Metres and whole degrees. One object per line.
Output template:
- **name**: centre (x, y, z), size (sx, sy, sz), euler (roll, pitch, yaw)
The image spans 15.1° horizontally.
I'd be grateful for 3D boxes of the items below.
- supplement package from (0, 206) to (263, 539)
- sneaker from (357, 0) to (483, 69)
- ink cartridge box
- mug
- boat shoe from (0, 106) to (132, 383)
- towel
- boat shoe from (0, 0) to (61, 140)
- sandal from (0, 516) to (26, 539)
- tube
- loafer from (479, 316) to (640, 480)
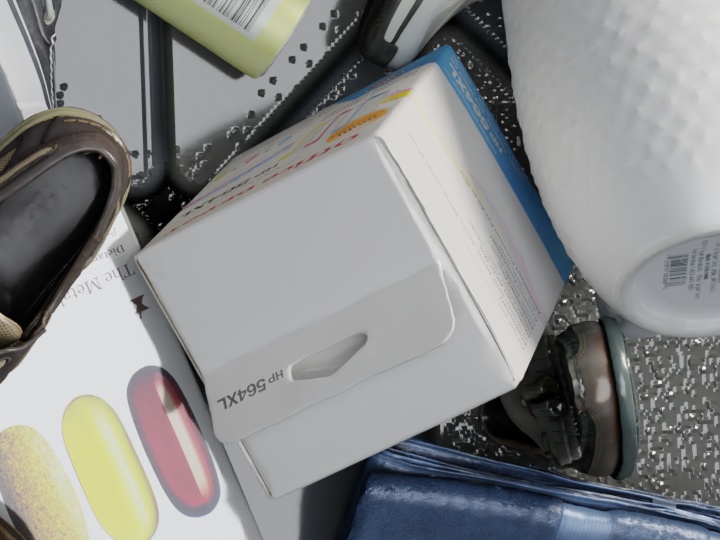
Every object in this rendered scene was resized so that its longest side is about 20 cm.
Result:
- **supplement package**: centre (-0.131, 0.065, 1.239), size (0.113, 0.110, 0.201), euler (-25, 98, -9)
- **sneaker**: centre (0.093, -0.156, 1.291), size (0.115, 0.076, 0.201), euler (38, 83, -10)
- **ink cartridge box**: centre (0.000, 0.000, 1.200), size (0.128, 0.200, 0.125), euler (-27, 99, 18)
- **mug**: centre (0.140, -0.052, 1.230), size (0.147, 0.200, 0.176), euler (2, 56, -12)
- **boat shoe**: centre (-0.169, 0.014, 1.134), size (0.074, 0.073, 0.200), euler (35, 86, -11)
- **towel**: centre (0.083, 0.146, 1.309), size (0.199, 0.049, 0.112), euler (12, 120, -13)
- **boat shoe**: centre (-0.161, -0.131, 1.214), size (0.068, 0.072, 0.200), euler (-38, 134, -27)
- **sandal**: centre (-0.211, 0.137, 1.212), size (0.055, 0.200, 0.082), euler (-13, 92, -53)
- **tube**: centre (-0.116, -0.166, 1.262), size (0.200, 0.058, 0.052), euler (34, 107, -11)
- **loafer**: centre (0.090, 0.065, 1.242), size (0.063, 0.200, 0.072), euler (-8, 82, 0)
